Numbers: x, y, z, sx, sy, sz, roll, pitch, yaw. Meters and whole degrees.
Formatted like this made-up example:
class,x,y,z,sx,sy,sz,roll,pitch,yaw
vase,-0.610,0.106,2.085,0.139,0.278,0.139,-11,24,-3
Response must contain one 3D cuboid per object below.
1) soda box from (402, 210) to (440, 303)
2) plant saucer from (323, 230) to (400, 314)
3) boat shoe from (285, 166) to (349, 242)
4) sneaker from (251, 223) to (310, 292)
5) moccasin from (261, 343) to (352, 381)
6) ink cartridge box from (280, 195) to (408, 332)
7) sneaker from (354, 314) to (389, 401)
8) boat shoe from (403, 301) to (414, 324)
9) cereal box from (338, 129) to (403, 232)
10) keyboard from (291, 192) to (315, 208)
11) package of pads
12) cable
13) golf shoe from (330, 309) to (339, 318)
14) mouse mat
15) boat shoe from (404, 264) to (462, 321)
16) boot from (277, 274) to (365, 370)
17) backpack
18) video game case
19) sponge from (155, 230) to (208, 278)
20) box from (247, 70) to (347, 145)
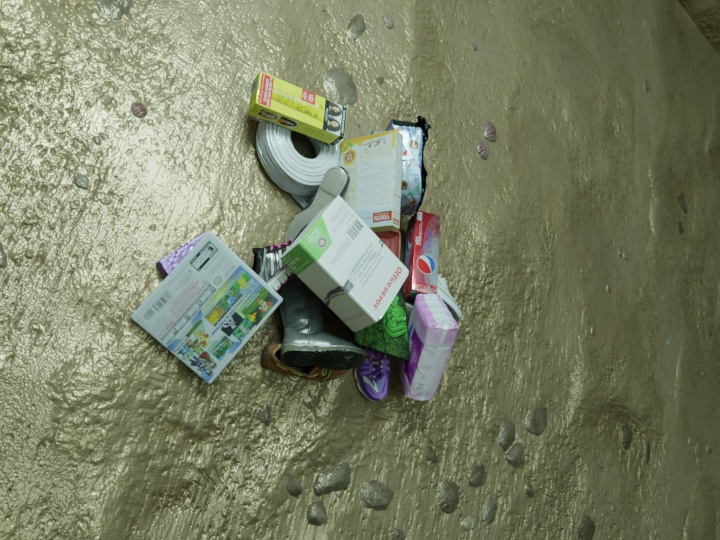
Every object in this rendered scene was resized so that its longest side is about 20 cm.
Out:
class,x,y,z,sx,sy,sz,roll,pitch,yaw
soda box,0.139,-0.029,1.266,0.062,0.070,0.204,12,66,-12
plant saucer,0.000,0.000,1.227,0.197,0.036,0.205,7,83,-35
boat shoe,-0.082,-0.121,1.139,0.066,0.202,0.057,37,12,12
sneaker,-0.161,-0.027,1.057,0.087,0.074,0.201,43,78,-10
moccasin,-0.096,0.177,1.104,0.199,0.077,0.075,21,69,-31
ink cartridge box,-0.025,-0.010,1.023,0.200,0.084,0.146,46,51,-11
sneaker,0.031,0.182,1.176,0.079,0.083,0.205,-5,97,-16
boat shoe,0.142,0.140,1.291,0.202,0.066,0.057,59,35,-27
cereal box,0.017,-0.179,1.149,0.039,0.142,0.204,18,73,-55
keyboard,-0.072,-0.112,1.222,0.200,0.011,0.057,48,57,-19
package of pads,0.141,0.165,1.192,0.074,0.121,0.203,6,119,-14
cable,-0.123,-0.265,1.175,0.198,0.069,0.203,-26,94,-37
golf shoe,0.002,0.016,1.162,0.088,0.076,0.203,34,68,-34
mouse mat,0.044,0.091,1.129,0.199,0.007,0.164,27,53,-50
boat shoe,0.184,0.040,1.346,0.200,0.071,0.070,43,62,-14
boot,-0.081,0.089,1.087,0.178,0.073,0.202,12,43,-19
backpack,0.081,-0.223,1.251,0.151,0.200,0.195,-6,80,-4
video game case,-0.268,0.066,0.983,0.182,0.022,0.201,44,81,-15
sponge,-0.278,0.041,1.029,0.111,0.030,0.202,-37,103,-35
box,-0.124,-0.323,1.115,0.197,0.050,0.077,15,72,-29
